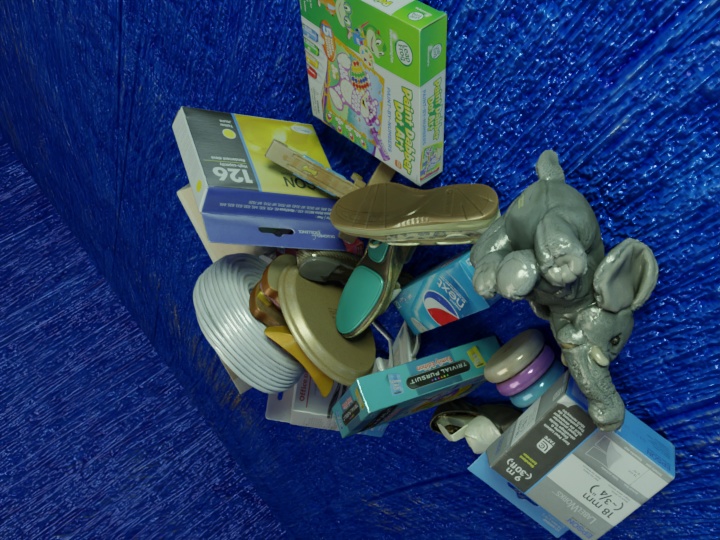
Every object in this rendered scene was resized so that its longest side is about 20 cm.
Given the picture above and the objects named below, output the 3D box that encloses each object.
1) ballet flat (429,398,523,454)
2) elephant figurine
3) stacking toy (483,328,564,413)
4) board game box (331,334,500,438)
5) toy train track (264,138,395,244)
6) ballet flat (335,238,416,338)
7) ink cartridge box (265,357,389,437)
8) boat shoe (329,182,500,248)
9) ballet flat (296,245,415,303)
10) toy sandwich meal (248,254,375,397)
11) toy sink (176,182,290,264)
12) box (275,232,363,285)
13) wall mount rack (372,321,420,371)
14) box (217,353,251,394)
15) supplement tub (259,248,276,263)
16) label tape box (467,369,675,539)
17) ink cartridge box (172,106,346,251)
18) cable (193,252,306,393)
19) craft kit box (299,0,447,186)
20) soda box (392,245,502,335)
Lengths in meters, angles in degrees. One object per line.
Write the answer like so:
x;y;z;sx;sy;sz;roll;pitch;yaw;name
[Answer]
0.167;0.227;1.101;0.068;0.068;0.200;61;154;-11;ballet flat
0.207;0.022;0.730;0.199;0.155;0.142;37;-162;-21;elephant figurine
0.236;0.170;0.906;0.200;0.085;0.085;51;155;-1;stacking toy
0.075;0.156;1.021;0.151;0.198;0.047;120;131;-63;board game box
-0.029;-0.110;0.970;0.199;0.115;0.033;26;-164;-21;toy train track
0.031;-0.004;0.973;0.071;0.070;0.202;32;109;40;ballet flat
-0.051;0.198;1.276;0.198;0.117;0.068;9;151;-4;ink cartridge box
0.061;-0.054;0.873;0.198;0.074;0.063;3;144;25;boat shoe
0.000;0.000;1.038;0.067;0.199;0.047;-47;41;37;ballet flat
-0.062;0.074;1.022;0.070;0.205;0.206;-35;90;24;toy sandwich meal
-0.160;-0.115;1.189;0.111;0.200;0.131;-14;110;32;toy sink
-0.067;0.038;1.186;0.095;0.099;0.201;28;129;30;box
0.035;0.097;1.183;0.200;0.074;0.175;111;158;-59;wall mount rack
-0.149;0.123;1.363;0.078;0.199;0.095;62;169;-17;box
-0.153;0.005;1.336;0.199;0.122;0.123;20;138;51;supplement tub
0.225;0.226;0.860;0.144;0.063;0.200;37;121;2;label tape box
-0.121;-0.118;0.979;0.047;0.196;0.201;-55;47;37;ink cartridge box
-0.140;0.069;1.057;0.201;0.069;0.200;56;-163;12;cable
0.012;-0.223;0.864;0.197;0.048;0.201;35;148;31;craft kit box
0.113;0.022;0.948;0.064;0.068;0.200;55;155;0;soda box
